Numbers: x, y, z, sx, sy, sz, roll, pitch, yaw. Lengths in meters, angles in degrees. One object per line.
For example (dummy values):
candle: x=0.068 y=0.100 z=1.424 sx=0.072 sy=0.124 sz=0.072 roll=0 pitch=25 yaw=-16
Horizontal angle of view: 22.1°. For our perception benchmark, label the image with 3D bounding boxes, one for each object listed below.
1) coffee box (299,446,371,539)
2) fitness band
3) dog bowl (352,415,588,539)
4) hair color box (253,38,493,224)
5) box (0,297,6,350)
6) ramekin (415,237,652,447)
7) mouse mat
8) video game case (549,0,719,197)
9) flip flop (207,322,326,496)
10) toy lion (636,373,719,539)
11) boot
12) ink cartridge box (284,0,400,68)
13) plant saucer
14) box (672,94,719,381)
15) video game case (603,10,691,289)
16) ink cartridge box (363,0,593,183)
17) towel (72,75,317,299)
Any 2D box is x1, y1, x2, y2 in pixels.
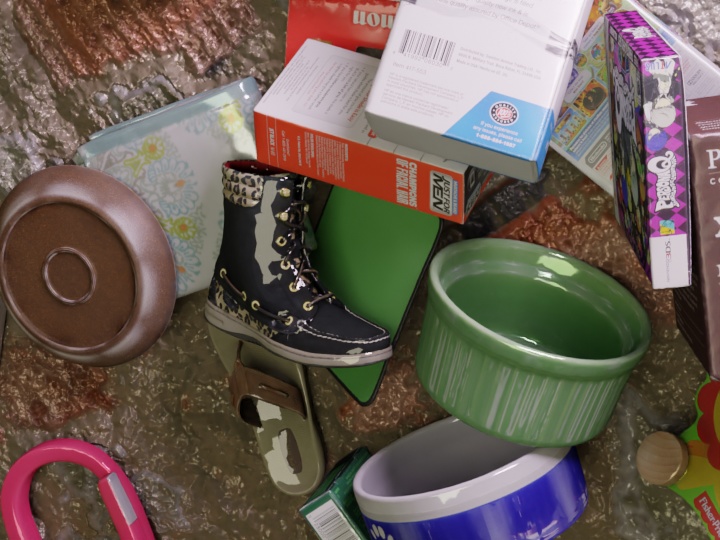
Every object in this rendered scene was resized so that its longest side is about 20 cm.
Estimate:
coffee box: x=0.030 y=0.272 z=1.714 sx=0.044 sy=0.123 sz=0.201 roll=-35 pitch=94 yaw=21
fitness band: x=-0.281 y=0.267 z=1.853 sx=0.143 sy=0.037 sz=0.202 roll=-18 pitch=97 yaw=24
dog bowl: x=0.098 y=0.192 z=1.628 sx=0.198 sy=0.200 sz=0.079 roll=-15 pitch=102 yaw=21
hair color box: x=0.019 y=-0.122 z=1.602 sx=0.198 sy=0.111 sz=0.064 roll=18 pitch=138 yaw=19
box: x=-0.450 y=0.036 z=1.851 sx=0.198 sy=0.036 sz=0.146 roll=15 pitch=109 yaw=12
ramekin: x=0.142 y=0.064 z=1.586 sx=0.199 sy=0.200 sz=0.098 roll=22 pitch=118 yaw=11
mouse mat: x=0.000 y=0.000 z=1.659 sx=0.161 sy=0.007 sz=0.201 roll=45 pitch=121 yaw=44
video game case: x=0.214 y=-0.156 z=1.584 sx=0.199 sy=0.018 sz=0.143 roll=38 pitch=112 yaw=-2
flip flop: x=-0.089 y=0.125 z=1.746 sx=0.080 sy=0.058 sz=0.202 roll=-13 pitch=102 yaw=23
toy lion: x=0.345 y=0.163 z=1.577 sx=0.191 sy=0.068 sz=0.201 roll=-41 pitch=55 yaw=24
boot: x=-0.055 y=-0.006 z=1.627 sx=0.202 sy=0.073 sz=0.155 roll=17 pitch=110 yaw=36
ink cartridge box: x=0.024 y=-0.245 z=1.619 sx=0.198 sy=0.045 sz=0.178 roll=9 pitch=107 yaw=15
plant saucer: x=-0.269 y=0.001 z=1.743 sx=0.198 sy=0.032 sz=0.202 roll=7 pitch=109 yaw=19
box: x=0.338 y=-0.036 z=1.490 sx=0.164 sy=0.164 sz=0.202 roll=-8 pitch=103 yaw=2
video game case: x=0.229 y=-0.102 z=1.482 sx=0.035 sy=0.200 sz=0.183 roll=-6 pitch=108 yaw=1
ink cartridge box: x=0.104 y=-0.191 z=1.501 sx=0.145 sy=0.086 sz=0.202 roll=17 pitch=80 yaw=10
towel: x=-0.155 y=-0.071 z=1.723 sx=0.199 sy=0.048 sz=0.172 roll=-18 pitch=101 yaw=21
